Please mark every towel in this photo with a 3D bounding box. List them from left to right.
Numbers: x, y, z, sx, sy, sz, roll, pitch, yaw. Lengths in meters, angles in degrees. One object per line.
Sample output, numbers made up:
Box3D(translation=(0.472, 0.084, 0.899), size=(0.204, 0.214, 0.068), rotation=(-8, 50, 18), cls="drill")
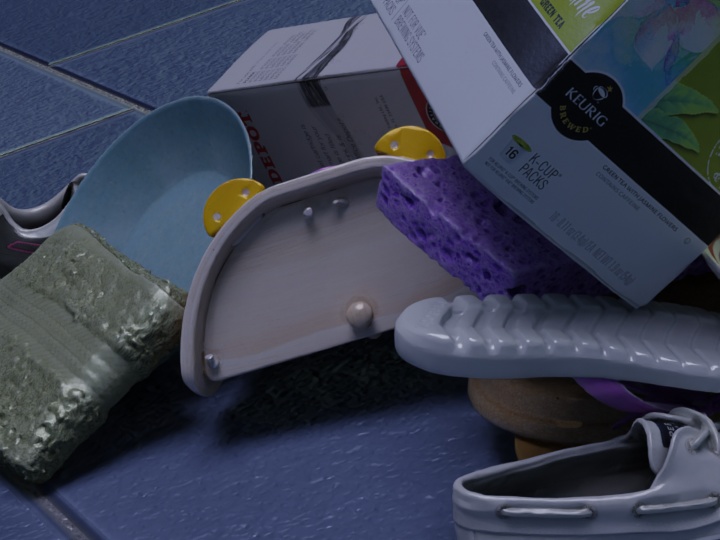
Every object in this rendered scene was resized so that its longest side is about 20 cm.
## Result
Box3D(translation=(-0.183, 0.043, 1.285), size=(0.148, 0.036, 0.200), rotation=(-47, 31, -9), cls="towel")

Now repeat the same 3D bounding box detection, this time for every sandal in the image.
Box3D(translation=(0.115, 0.046, 1.016), size=(0.202, 0.050, 0.082), rotation=(6, 21, 0), cls="sandal")

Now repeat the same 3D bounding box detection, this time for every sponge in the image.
Box3D(translation=(0.119, -0.030, 1.140), size=(0.200, 0.030, 0.112), rotation=(-11, 36, -35), cls="sponge")

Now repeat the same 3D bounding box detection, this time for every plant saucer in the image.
Box3D(translation=(-0.123, -0.010, 1.349), size=(0.201, 0.039, 0.201), rotation=(-30, 45, 34), cls="plant saucer")

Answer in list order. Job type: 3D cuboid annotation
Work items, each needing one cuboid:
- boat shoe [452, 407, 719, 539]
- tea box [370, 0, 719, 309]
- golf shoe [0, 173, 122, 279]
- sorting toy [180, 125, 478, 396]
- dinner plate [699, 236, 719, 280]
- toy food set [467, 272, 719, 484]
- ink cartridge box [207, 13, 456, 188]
Box3D(translation=(0.138, 0.094, 0.980), size=(0.199, 0.066, 0.072), rotation=(-13, 21, 2), cls="boat shoe")
Box3D(translation=(0.131, -0.128, 1.050), size=(0.197, 0.134, 0.200), rotation=(-45, 31, 14), cls="tea box")
Box3D(translation=(-0.152, -0.023, 1.447), size=(0.199, 0.088, 0.077), rotation=(-14, 19, -5), cls="golf shoe")
Box3D(translation=(0.000, 0.000, 1.261), size=(0.199, 0.107, 0.180), rotation=(-17, -11, 6), cls="sorting toy")
Box3D(translation=(0.249, 0.028, 1.041), size=(0.200, 0.024, 0.200), rotation=(18, 18, -6), cls="dinner plate")
Box3D(translation=(0.153, 0.049, 1.117), size=(0.197, 0.049, 0.200), rotation=(-18, 20, -13), cls="toy food set")
Box3D(translation=(0.026, -0.082, 1.360), size=(0.200, 0.147, 0.083), rotation=(-3, 36, 38), cls="ink cartridge box")
